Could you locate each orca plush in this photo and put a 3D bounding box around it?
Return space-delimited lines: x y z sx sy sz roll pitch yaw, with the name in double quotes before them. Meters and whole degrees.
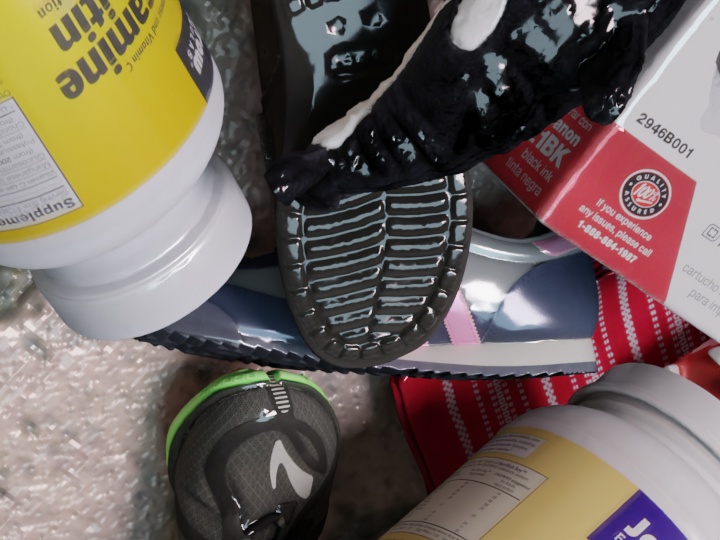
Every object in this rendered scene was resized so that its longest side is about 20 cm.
"orca plush" 0.057 -0.076 0.846 0.200 0.071 0.105 -32 136 -2

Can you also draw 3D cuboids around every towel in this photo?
"towel" 0.112 0.050 1.103 0.200 0.022 0.145 -25 127 -11

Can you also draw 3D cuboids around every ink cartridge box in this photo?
"ink cartridge box" 0.156 -0.084 0.960 0.144 0.084 0.200 31 101 -36

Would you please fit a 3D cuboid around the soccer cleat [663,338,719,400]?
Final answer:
"soccer cleat" 0.191 0.034 1.082 0.200 0.069 0.085 -52 150 15

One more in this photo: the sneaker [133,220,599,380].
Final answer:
"sneaker" 0.000 0.000 1.003 0.199 0.070 0.082 4 85 -21

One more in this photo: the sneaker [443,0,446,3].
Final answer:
"sneaker" 0.044 -0.146 0.879 0.108 0.070 0.200 4 124 -34

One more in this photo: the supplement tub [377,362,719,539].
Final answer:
"supplement tub" 0.070 0.144 0.988 0.200 0.145 0.146 -39 130 -24

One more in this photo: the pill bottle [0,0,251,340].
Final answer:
"pill bottle" -0.114 -0.073 0.860 0.112 0.112 0.200 -34 128 -4

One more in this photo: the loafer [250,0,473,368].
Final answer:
"loafer" -0.002 -0.063 0.931 0.073 0.071 0.201 -6 108 -9

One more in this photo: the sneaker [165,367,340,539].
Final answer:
"sneaker" -0.043 0.128 1.028 0.076 0.084 0.201 -3 122 -19
